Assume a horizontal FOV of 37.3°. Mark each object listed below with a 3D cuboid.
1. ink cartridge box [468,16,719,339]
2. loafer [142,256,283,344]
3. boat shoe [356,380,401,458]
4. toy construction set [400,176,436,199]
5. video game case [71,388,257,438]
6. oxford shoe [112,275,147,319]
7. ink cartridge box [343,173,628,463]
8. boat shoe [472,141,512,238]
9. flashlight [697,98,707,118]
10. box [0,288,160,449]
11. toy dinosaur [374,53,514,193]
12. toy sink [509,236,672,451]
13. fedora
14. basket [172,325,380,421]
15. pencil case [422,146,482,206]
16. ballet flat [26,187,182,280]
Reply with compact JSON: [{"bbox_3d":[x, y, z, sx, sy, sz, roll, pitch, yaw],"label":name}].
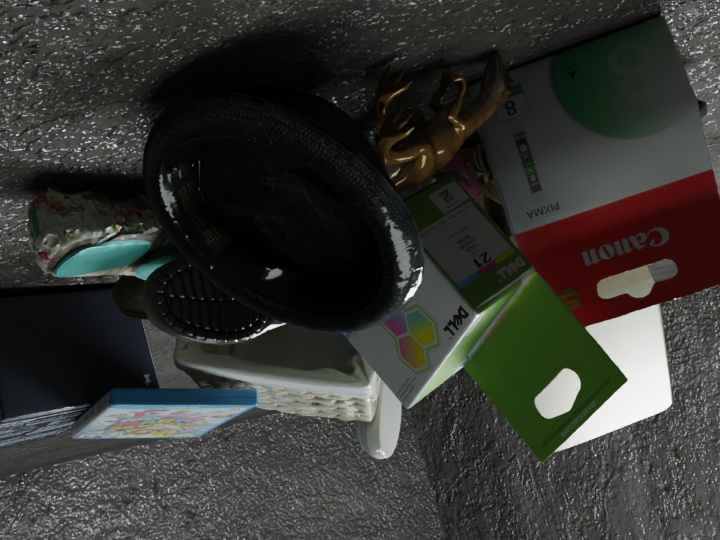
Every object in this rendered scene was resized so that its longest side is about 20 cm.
[{"bbox_3d":[0.182,-0.071,0.799,0.158,0.203,0.050,-18,159,9],"label":"ink cartridge box"},{"bbox_3d":[-0.101,0.023,0.883,0.198,0.075,0.070,-3,176,-44],"label":"loafer"},{"bbox_3d":[0.003,0.116,1.151,0.067,0.203,0.072,-12,140,14],"label":"boat shoe"},{"bbox_3d":[-0.020,-0.063,0.866,0.198,0.094,0.130,8,156,-41],"label":"toy construction set"},{"bbox_3d":[-0.201,0.145,1.068,0.141,0.018,0.200,4,162,-25],"label":"video game case"},{"bbox_3d":[-0.175,-0.010,0.991,0.198,0.072,0.074,-22,142,35],"label":"oxford shoe"},{"bbox_3d":[0.082,0.054,0.803,0.075,0.201,0.149,-29,161,-35],"label":"ink cartridge box"},{"bbox_3d":[0.126,-0.059,0.931,0.062,0.074,0.202,-25,140,-9],"label":"boat shoe"},{"bbox_3d":[0.230,-0.111,0.920,0.199,0.068,0.068,-38,172,-48],"label":"flashlight"},{"bbox_3d":[-0.350,0.107,1.097,0.196,0.126,0.198,-23,170,35],"label":"box"},{"bbox_3d":[0.035,-0.080,0.759,0.199,0.061,0.106,-41,140,3],"label":"toy dinosaur"},{"bbox_3d":[0.193,0.052,0.952,0.128,0.113,0.201,-21,141,6],"label":"toy sink"},{"bbox_3d":[-0.041,-0.054,0.703,0.199,0.201,0.092,-26,-152,43],"label":"fedora"},{"bbox_3d":[-0.067,0.065,1.058,0.196,0.138,0.124,7,153,11],"label":"basket"},{"bbox_3d":[0.103,-0.072,1.007,0.197,0.084,0.086,-13,172,-22],"label":"pencil case"},{"bbox_3d":[-0.179,-0.031,0.823,0.075,0.064,0.199,-39,163,17],"label":"ballet flat"}]
